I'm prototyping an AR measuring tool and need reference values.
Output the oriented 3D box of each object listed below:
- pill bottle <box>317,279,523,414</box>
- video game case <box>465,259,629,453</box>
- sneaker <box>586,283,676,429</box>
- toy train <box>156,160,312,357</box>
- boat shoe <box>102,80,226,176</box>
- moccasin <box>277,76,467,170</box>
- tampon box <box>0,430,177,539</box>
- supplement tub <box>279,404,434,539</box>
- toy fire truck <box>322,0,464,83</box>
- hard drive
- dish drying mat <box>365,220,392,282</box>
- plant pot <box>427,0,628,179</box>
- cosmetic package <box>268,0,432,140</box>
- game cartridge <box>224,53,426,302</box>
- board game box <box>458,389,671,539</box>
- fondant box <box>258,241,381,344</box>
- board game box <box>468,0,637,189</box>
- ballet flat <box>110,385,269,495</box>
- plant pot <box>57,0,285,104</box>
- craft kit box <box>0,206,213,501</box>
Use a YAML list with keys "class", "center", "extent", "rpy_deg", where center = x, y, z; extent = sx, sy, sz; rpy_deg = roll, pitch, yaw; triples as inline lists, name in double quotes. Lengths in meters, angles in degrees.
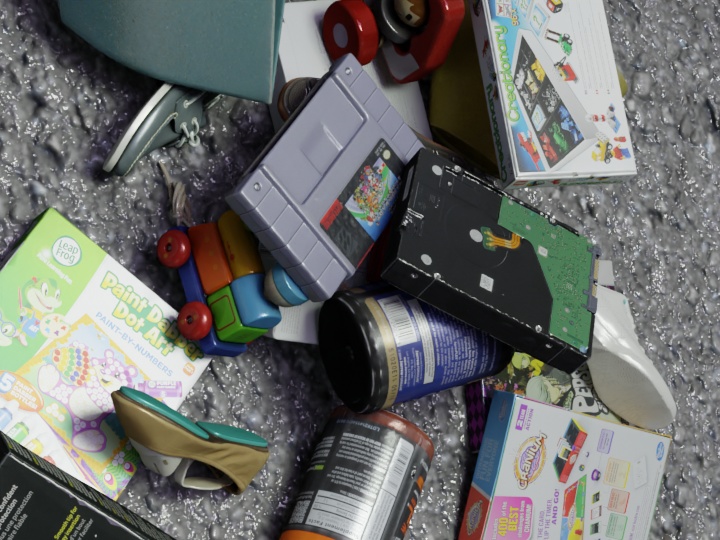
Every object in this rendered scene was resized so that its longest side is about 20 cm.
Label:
- class: "pill bottle"
  center: [0.071, 0.052, 1.441]
  extent: [0.199, 0.112, 0.113]
  rpy_deg: [-14, 84, -25]
- class: "video game case"
  center: [0.187, 0.085, 1.624]
  extent: [0.180, 0.036, 0.202]
  rpy_deg: [3, 75, -28]
- class: "sneaker"
  center: [0.259, 0.068, 1.611]
  extent: [0.200, 0.075, 0.089]
  rpy_deg: [48, 47, -9]
- class: "toy train"
  center: [-0.116, -0.035, 1.416]
  extent: [0.084, 0.115, 0.201]
  rpy_deg: [13, 54, -56]
- class: "boat shoe"
  center: [-0.162, -0.149, 1.467]
  extent: [0.062, 0.073, 0.200]
  rpy_deg: [42, 55, -9]
- class: "moccasin"
  center: [0.007, -0.124, 1.503]
  extent: [0.200, 0.078, 0.074]
  rpy_deg: [19, 84, -27]
- class: "tampon box"
  center: [-0.244, 0.245, 1.259]
  extent: [0.200, 0.126, 0.150]
  rpy_deg: [36, 82, -17]
- class: "supplement tub"
  center: [-0.012, 0.228, 1.431]
  extent: [0.107, 0.107, 0.201]
  rpy_deg: [32, 64, -19]
- class: "toy fire truck"
  center: [0.036, -0.287, 1.500]
  extent: [0.112, 0.168, 0.201]
  rpy_deg: [-18, 85, -31]
- class: "hard drive"
  center: [0.119, -0.008, 1.401]
  extent: [0.199, 0.038, 0.140]
  rpy_deg: [26, 48, -15]
- class: "dish drying mat"
  center: [0.097, -0.013, 1.512]
  extent: [0.199, 0.018, 0.077]
  rpy_deg: [9, 94, -33]
- class: "plant pot"
  center: [0.147, -0.176, 1.600]
  extent: [0.199, 0.200, 0.142]
  rpy_deg: [34, 87, -18]
- class: "cosmetic package"
  center: [-0.015, -0.166, 1.567]
  extent: [0.150, 0.052, 0.202]
  rpy_deg: [-9, 82, -33]
- class: "game cartridge"
  center: [-0.022, -0.082, 1.393]
  extent: [0.130, 0.038, 0.200]
  rpy_deg: [47, 52, -16]
- class: "board game box"
  center: [0.204, 0.214, 1.569]
  extent: [0.199, 0.040, 0.154]
  rpy_deg: [17, 84, -28]
- class: "fondant box"
  center: [0.000, 0.000, 1.498]
  extent: [0.199, 0.058, 0.145]
  rpy_deg: [9, 90, -31]
- class: "board game box"
  center: [0.175, -0.176, 1.459]
  extent: [0.125, 0.035, 0.202]
  rpy_deg: [-3, 75, -20]
- class: "ballet flat"
  center: [-0.149, 0.153, 1.359]
  extent: [0.200, 0.068, 0.063]
  rpy_deg: [29, 89, -51]
- class: "plant pot"
  center: [-0.166, -0.288, 1.412]
  extent: [0.198, 0.197, 0.197]
  rpy_deg: [4, 47, -1]
- class: "craft kit box"
  center: [-0.252, 0.083, 1.370]
  extent: [0.200, 0.048, 0.198]
  rpy_deg: [40, 58, -15]
